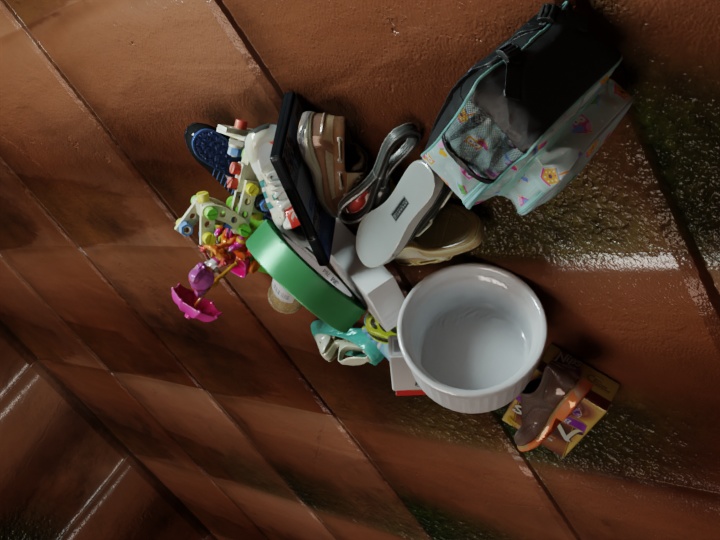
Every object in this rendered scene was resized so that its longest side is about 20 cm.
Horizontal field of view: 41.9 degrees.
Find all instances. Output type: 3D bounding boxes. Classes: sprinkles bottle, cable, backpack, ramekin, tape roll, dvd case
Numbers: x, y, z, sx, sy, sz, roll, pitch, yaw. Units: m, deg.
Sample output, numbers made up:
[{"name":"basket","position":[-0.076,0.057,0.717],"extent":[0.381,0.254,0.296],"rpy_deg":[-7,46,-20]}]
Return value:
[{"name":"sprinkles bottle","position":[-0.110,0.005,1.578],"extent":[0.068,0.068,0.200],"rpy_deg":[35,151,4]},{"name":"cable","position":[0.019,-0.126,1.239],"extent":[0.200,0.097,0.050],"rpy_deg":[103,153,-53]},{"name":"backpack","position":[0.160,-0.148,0.949],"extent":[0.153,0.176,0.200],"rpy_deg":[46,154,-7]},{"name":"ramekin","position":[0.153,0.098,1.296],"extent":[0.200,0.201,0.098],"rpy_deg":[26,156,20]},{"name":"tape roll","position":[-0.079,0.008,1.378],"extent":[0.200,0.048,0.200],"rpy_deg":[43,-175,-5]},{"name":"dvd case","position":[-0.073,-0.123,1.286],"extent":[0.018,0.143,0.200],"rpy_deg":[-8,134,15]}]

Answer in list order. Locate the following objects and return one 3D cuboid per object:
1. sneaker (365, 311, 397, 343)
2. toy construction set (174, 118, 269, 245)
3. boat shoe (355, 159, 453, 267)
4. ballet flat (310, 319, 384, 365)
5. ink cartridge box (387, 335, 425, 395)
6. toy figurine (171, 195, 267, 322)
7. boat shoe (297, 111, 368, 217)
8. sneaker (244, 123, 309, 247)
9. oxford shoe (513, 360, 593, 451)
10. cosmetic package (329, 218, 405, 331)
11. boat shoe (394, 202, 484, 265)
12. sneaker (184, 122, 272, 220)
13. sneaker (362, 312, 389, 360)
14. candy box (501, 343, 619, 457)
[{"name":"sneaker","position":[0.109,0.077,1.438],"extent":[0.200,0.084,0.074],"rpy_deg":[11,141,9]},{"name":"toy construction set","position":[-0.184,-0.130,1.367],"extent":[0.200,0.131,0.092],"rpy_deg":[-67,33,26]},{"name":"boat shoe","position":[0.064,-0.071,1.231],"extent":[0.200,0.064,0.071],"rpy_deg":[-48,62,44]},{"name":"ballet flat","position":[-0.033,0.131,1.673],"extent":[0.200,0.070,0.067],"rpy_deg":[5,139,44]},{"name":"ink cartridge box","position":[0.147,0.157,1.425],"extent":[0.200,0.045,0.176],"rpy_deg":[-3,141,4]},{"name":"toy figurine","position":[-0.240,-0.002,1.592],"extent":[0.150,0.184,0.200],"rpy_deg":[30,150,14]},{"name":"boat shoe","position":[-0.027,-0.137,1.274],"extent":[0.072,0.076,0.200],"rpy_deg":[-3,150,14]},{"name":"sneaker","position":[-0.101,-0.113,1.305],"extent":[0.093,0.070,0.200],"rpy_deg":[58,168,39]},{"name":"oxford shoe","position":[0.258,0.192,1.341],"extent":[0.073,0.071,0.200],"rpy_deg":[41,142,13]},{"name":"cosmetic package","position":[0.000,0.000,1.381],"extent":[0.200,0.051,0.083],"rpy_deg":[48,171,50]},{"name":"boat shoe","position":[0.098,-0.045,1.286],"extent":[0.066,0.074,0.200],"rpy_deg":[28,162,-37]},{"name":"sneaker","position":[-0.190,-0.156,1.447],"extent":[0.200,0.070,0.078],"rpy_deg":[46,179,-32]},{"name":"sneaker","position":[0.067,0.123,1.561],"extent":[0.131,0.080,0.200],"rpy_deg":[48,172,25]},{"name":"candy box","position":[0.298,0.201,1.424],"extent":[0.117,0.056,0.200],"rpy_deg":[31,152,11]}]
